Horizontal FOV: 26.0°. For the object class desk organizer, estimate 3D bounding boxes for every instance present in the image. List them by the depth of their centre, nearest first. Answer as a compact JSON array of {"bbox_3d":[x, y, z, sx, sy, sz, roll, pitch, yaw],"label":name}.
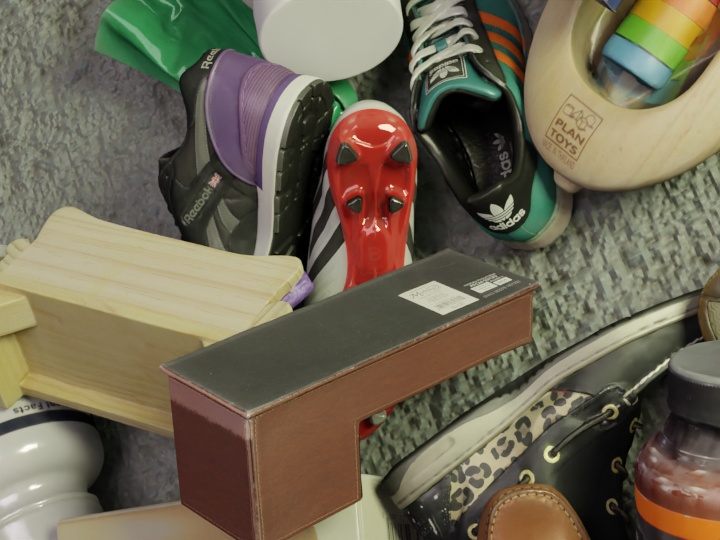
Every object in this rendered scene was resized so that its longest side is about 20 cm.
[{"bbox_3d":[0.000,0.061,0.795,0.071,0.199,0.078,21,123,44],"label":"desk organizer"}]

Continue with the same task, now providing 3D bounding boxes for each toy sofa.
[{"bbox_3d":[-0.118,0.039,0.875,0.198,0.084,0.098,12,45,28],"label":"toy sofa"}]

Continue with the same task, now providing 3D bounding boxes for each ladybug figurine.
[{"bbox_3d":[0.168,-0.124,0.824,0.136,0.072,0.201,43,101,29],"label":"ladybug figurine"}]

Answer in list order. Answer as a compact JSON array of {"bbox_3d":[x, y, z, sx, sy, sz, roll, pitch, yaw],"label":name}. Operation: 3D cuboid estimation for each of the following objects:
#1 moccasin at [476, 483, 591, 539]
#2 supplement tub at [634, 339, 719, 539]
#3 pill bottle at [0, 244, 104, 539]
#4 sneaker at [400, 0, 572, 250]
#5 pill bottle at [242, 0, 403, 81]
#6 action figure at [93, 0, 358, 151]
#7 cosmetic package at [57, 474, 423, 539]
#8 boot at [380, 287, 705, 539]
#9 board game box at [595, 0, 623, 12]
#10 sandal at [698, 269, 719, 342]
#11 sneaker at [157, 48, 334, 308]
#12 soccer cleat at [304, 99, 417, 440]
[{"bbox_3d":[0.090,0.202,0.726,0.073,0.078,0.204,-3,81,3],"label":"moccasin"},{"bbox_3d":[0.180,0.137,0.714,0.106,0.107,0.203,2,104,28],"label":"supplement tub"},{"bbox_3d":[-0.226,0.095,0.974,0.110,0.111,0.202,-33,67,19],"label":"pill bottle"},{"bbox_3d":[0.060,-0.111,0.874,0.071,0.080,0.202,-29,66,20],"label":"sneaker"},{"bbox_3d":[-0.029,-0.215,0.904,0.110,0.111,0.202,-23,57,23],"label":"pill bottle"},{"bbox_3d":[-0.063,-0.123,0.954,0.200,0.055,0.119,43,112,17],"label":"action figure"},{"bbox_3d":[-0.062,0.166,0.877,0.198,0.105,0.072,-13,73,27],"label":"cosmetic package"},{"bbox_3d":[0.130,0.117,0.805,0.202,0.073,0.155,-32,82,2],"label":"boot"},{"bbox_3d":[0.114,-0.251,0.846,0.201,0.061,0.199,-57,33,-3],"label":"board game box"},{"bbox_3d":[0.265,0.006,0.755,0.198,0.055,0.083,-24,74,7],"label":"sandal"},{"bbox_3d":[-0.076,-0.034,0.905,0.087,0.076,0.202,23,120,17],"label":"sneaker"},{"bbox_3d":[0.000,0.000,0.894,0.068,0.085,0.203,2,108,-4],"label":"soccer cleat"}]
